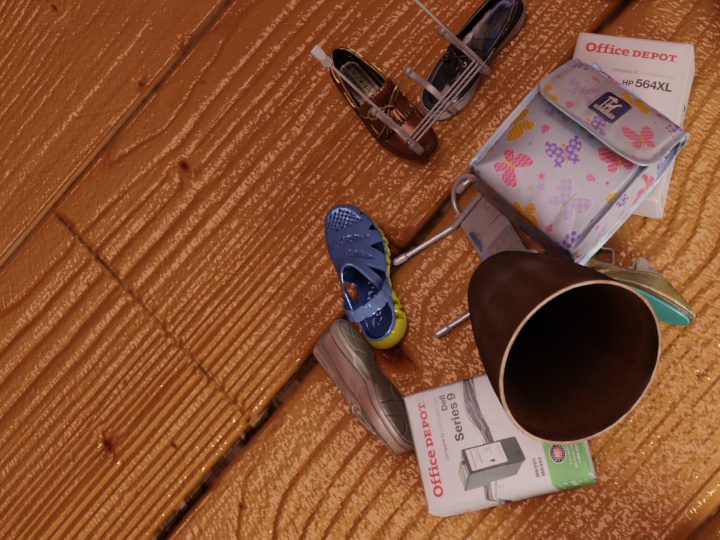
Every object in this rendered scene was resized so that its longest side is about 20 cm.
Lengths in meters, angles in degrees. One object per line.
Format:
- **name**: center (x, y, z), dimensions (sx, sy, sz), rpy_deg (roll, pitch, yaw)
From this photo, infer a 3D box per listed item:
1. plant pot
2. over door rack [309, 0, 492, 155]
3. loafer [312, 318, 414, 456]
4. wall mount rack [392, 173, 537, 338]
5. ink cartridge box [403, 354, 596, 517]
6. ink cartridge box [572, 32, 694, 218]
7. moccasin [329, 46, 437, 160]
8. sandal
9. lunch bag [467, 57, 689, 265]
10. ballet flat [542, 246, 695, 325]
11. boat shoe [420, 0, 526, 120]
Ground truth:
- **plant pot**: center (0.197, 0.058, 1.161), dimensions (0.187, 0.187, 0.200), rpy_deg (-44, 30, 3)
- **over door rack**: center (0.050, -0.266, 1.327), dimensions (0.200, 0.067, 0.148), rpy_deg (40, 93, -22)
- **loafer**: center (0.005, 0.156, 1.336), dimensions (0.063, 0.072, 0.201), rpy_deg (-43, 60, 22)
- **wall mount rack**: center (0.134, -0.018, 1.331), dimensions (0.174, 0.074, 0.201), rpy_deg (-53, 56, 42)
- **ink cartridge box**: center (0.165, 0.200, 1.254), dimensions (0.198, 0.084, 0.148), rpy_deg (-17, 71, 13)
- **ink cartridge box**: center (0.320, -0.181, 1.301), dimensions (0.144, 0.084, 0.202), rpy_deg (11, 82, 21)
- **moccasin**: center (0.029, -0.227, 1.413), dimensions (0.073, 0.078, 0.202), rpy_deg (-36, 70, 3)
- **sandal**: center (0.000, 0.000, 1.360), dimensions (0.079, 0.087, 0.202), rpy_deg (-29, 67, 17)
- **lunch bag**: center (0.248, -0.131, 1.204), dimensions (0.200, 0.127, 0.169), rpy_deg (-46, 71, -3)
- **ballet flat**: center (0.310, 0.008, 1.270), dimensions (0.198, 0.071, 0.071), rpy_deg (16, 81, 22)
- **boat shoe**: center (0.147, -0.292, 1.398), dimensions (0.200, 0.066, 0.070), rpy_deg (-47, 67, 2)
